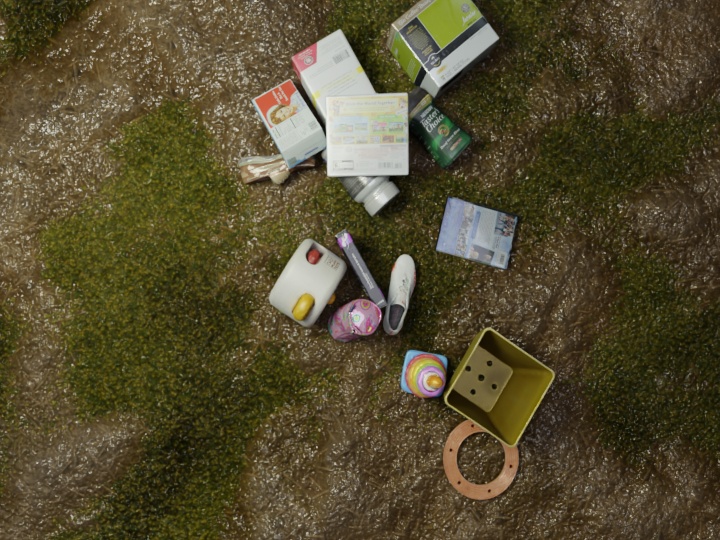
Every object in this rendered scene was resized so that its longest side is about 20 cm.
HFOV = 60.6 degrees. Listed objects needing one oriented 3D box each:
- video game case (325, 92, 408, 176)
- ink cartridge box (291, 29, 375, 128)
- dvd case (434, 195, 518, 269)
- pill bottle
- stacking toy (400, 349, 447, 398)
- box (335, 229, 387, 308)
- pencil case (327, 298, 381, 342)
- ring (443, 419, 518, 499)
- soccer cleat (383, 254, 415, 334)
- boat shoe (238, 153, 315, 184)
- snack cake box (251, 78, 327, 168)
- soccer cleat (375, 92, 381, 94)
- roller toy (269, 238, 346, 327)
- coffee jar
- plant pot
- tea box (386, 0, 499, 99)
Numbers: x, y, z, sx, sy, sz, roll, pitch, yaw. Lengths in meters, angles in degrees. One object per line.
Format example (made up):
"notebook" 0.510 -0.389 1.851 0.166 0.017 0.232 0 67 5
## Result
"video game case" 0.016 -0.317 1.447 0.194 0.023 0.188 0 98 7
"ink cartridge box" -0.062 -0.464 1.539 0.143 0.083 0.203 -29 89 -5
"dvd case" 0.301 -0.098 1.589 0.195 0.018 0.147 15 87 -2
"pill bottle" 0.003 -0.243 1.528 0.113 0.114 0.202 -38 90 -4
"stacking toy" 0.167 0.260 1.476 0.113 0.200 0.113 10 87 -4
"box" 0.000 0.000 1.504 0.036 0.143 0.203 -30 90 -2
"pencil case" -0.018 0.122 1.470 0.085 0.200 0.090 3 79 -18
"ring" 0.305 0.476 1.568 0.194 0.019 0.207 0 89 -4
"soccer cleat" 0.099 0.061 1.536 0.067 0.085 0.206 14 87 -3
"boat shoe" -0.206 -0.251 1.539 0.194 0.076 0.074 -5 92 6
"snack cake box" -0.173 -0.359 1.499 0.113 0.068 0.202 -29 59 -2
"soccer cleat" 0.055 -0.339 1.523 0.072 0.069 0.202 -25 132 6
"roller toy" -0.119 0.033 1.472 0.138 0.200 0.185 32 80 -3
"coffee jar" 0.180 -0.362 1.557 0.200 0.085 0.104 44 88 -1
"plant pot" 0.316 0.272 1.497 0.197 0.176 0.203 33 86 -1
"tea box" 0.201 -0.574 1.543 0.199 0.134 0.198 -38 91 -4
